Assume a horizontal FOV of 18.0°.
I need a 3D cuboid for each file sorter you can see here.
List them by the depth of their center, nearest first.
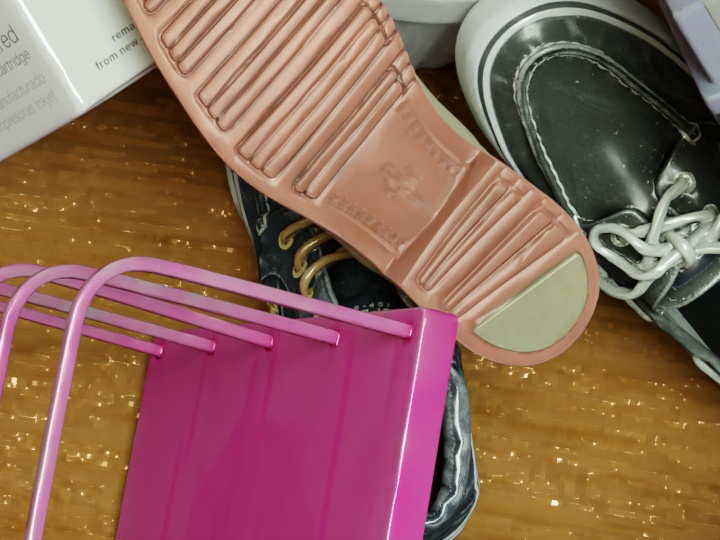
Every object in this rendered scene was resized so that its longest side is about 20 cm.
[{"bbox_3d":[-0.081,0.073,0.721,0.125,0.200,0.140,15,79,-27],"label":"file sorter"}]

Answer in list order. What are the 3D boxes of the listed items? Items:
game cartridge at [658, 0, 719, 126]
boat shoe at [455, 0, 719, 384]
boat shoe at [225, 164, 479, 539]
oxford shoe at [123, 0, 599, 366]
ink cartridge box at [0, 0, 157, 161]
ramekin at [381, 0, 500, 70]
[{"bbox_3d":[0.129,-0.061,0.726,0.038,0.200,0.130,-25,45,16],"label":"game cartridge"},{"bbox_3d":[0.105,-0.016,0.767,0.073,0.068,0.200,-33,124,9],"label":"boat shoe"},{"bbox_3d":[0.000,0.000,0.805,0.070,0.091,0.202,-17,81,-3],"label":"boat shoe"},{"bbox_3d":[-0.009,-0.047,0.738,0.071,0.074,0.200,-43,104,-3],"label":"oxford shoe"},{"bbox_3d":[-0.152,-0.137,0.768,0.084,0.145,0.201,-38,101,-35],"label":"ink cartridge box"},{"bbox_3d":[0.013,-0.166,0.810,0.199,0.105,0.202,3,72,-9],"label":"ramekin"}]
